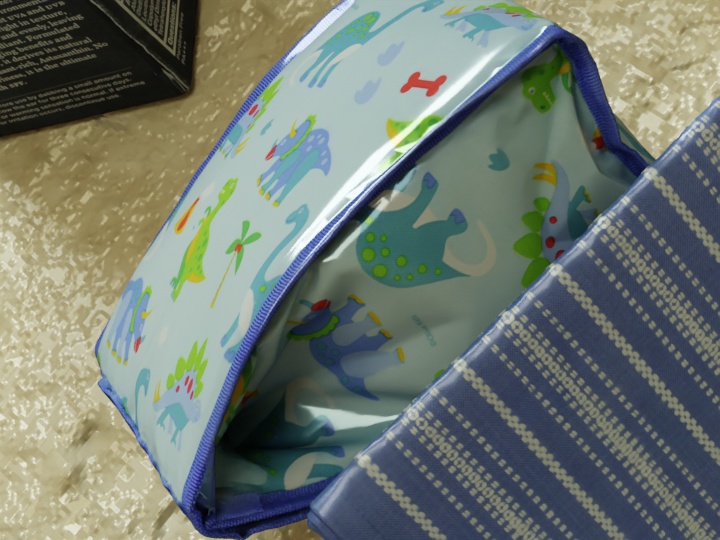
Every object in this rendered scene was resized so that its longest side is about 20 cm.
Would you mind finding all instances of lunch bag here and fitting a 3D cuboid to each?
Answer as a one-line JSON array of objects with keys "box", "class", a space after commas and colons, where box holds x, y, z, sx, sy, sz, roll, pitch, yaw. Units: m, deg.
[{"box": [0.000, 0.000, 0.886, 0.200, 0.128, 0.170, -39, 21, -4], "class": "lunch bag"}]

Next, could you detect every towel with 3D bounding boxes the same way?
[{"box": [0.092, 0.055, 0.836, 0.200, 0.145, 0.024, -45, 28, -1], "class": "towel"}]

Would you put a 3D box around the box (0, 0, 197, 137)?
[{"box": [-0.164, -0.195, 1.062, 0.122, 0.198, 0.202, -11, 61, 23], "class": "box"}]
